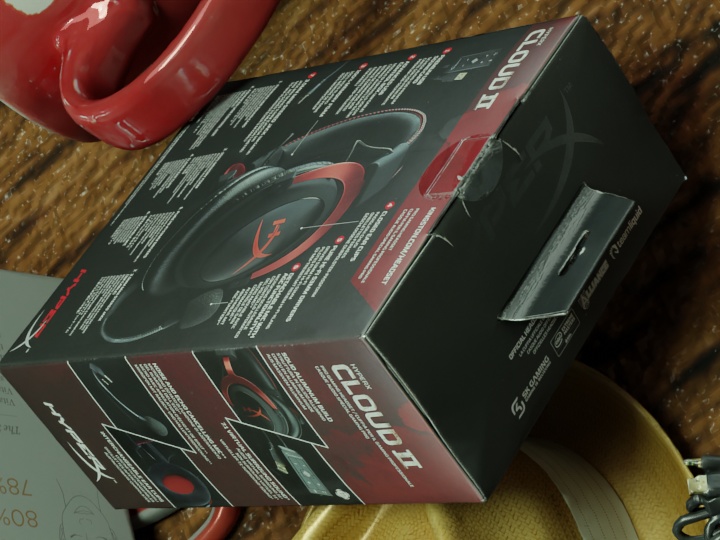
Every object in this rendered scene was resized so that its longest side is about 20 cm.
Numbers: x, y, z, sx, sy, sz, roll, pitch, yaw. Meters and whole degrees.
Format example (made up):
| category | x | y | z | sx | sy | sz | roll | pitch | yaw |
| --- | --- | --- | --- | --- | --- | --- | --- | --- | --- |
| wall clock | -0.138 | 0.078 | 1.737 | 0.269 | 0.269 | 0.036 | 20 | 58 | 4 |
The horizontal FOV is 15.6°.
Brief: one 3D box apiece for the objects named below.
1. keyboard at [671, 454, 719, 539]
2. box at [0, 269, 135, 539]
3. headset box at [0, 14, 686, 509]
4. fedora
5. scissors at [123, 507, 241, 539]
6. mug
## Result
| category | x | y | z | sx | sy | sz | roll | pitch | yaw |
| --- | --- | --- | --- | --- | --- | --- | --- | --- | --- |
| keyboard | 0.162 | 0.095 | 0.725 | 0.199 | 0.021 | 0.128 | -19 | 88 | 4 |
| box | -0.160 | 0.104 | 0.974 | 0.097 | 0.124 | 0.201 | -37 | 56 | 37 |
| headset box | 0.000 | 0.000 | 0.856 | 0.200 | 0.075 | 0.149 | -7 | 39 | 45 |
| fedora | 0.025 | 0.120 | 0.856 | 0.200 | 0.082 | 0.202 | -12 | 70 | 35 |
| scissors | -0.026 | 0.051 | 0.964 | 0.200 | 0.014 | 0.073 | -30 | 58 | 28 |
| mug | -0.059 | -0.145 | 0.981 | 0.200 | 0.133 | 0.178 | -40 | 71 | 18 |
